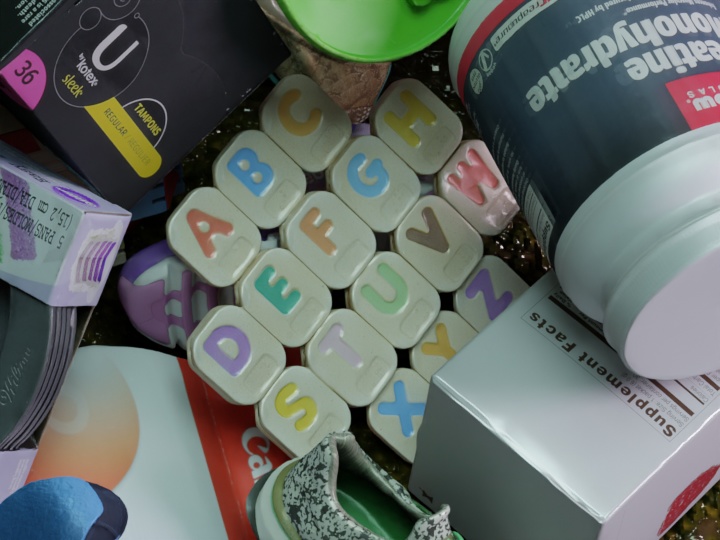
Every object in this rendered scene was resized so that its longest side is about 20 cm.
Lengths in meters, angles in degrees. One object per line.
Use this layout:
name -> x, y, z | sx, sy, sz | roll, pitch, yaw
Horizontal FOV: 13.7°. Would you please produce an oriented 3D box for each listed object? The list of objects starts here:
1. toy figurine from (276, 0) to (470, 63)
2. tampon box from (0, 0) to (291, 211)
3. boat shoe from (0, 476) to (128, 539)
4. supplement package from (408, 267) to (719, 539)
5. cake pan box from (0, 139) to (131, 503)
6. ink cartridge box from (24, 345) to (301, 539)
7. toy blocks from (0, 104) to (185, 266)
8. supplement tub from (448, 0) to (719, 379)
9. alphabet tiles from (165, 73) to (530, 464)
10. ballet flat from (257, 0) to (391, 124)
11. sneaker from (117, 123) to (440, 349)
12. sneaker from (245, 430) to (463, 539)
toy figurine -> -0.019, -0.205, 1.554 | 0.200, 0.150, 0.184 | -23, 27, -31
tampon box -> -0.161, -0.154, 1.507 | 0.126, 0.150, 0.200 | -44, 54, -5
boat shoe -> -0.188, 0.176, 1.454 | 0.200, 0.069, 0.084 | -33, 72, 19
supplement package -> 0.138, 0.063, 1.565 | 0.120, 0.121, 0.200 | 40, 62, 18
cake pan box -> -0.226, 0.017, 1.505 | 0.200, 0.052, 0.184 | 29, 103, 25
ink cartridge box -> -0.095, 0.111, 1.549 | 0.200, 0.050, 0.162 | -12, 62, -11
toy blocks -> -0.159, -0.060, 1.607 | 0.137, 0.100, 0.200 | -17, 36, -16
supplement tub -> 0.141, -0.061, 1.490 | 0.140, 0.140, 0.200 | -17, 59, -17
alphabet tiles -> 0.000, 0.000, 1.580 | 0.196, 0.015, 0.200 | 44, 72, -17
ballet flat -> -0.062, -0.162, 1.674 | 0.200, 0.065, 0.071 | 39, 20, -12
sneaker -> -0.048, -0.025, 1.627 | 0.200, 0.081, 0.088 | -21, 57, -24
sneaker -> 0.031, 0.157, 1.502 | 0.200, 0.089, 0.077 | 41, 53, 7
